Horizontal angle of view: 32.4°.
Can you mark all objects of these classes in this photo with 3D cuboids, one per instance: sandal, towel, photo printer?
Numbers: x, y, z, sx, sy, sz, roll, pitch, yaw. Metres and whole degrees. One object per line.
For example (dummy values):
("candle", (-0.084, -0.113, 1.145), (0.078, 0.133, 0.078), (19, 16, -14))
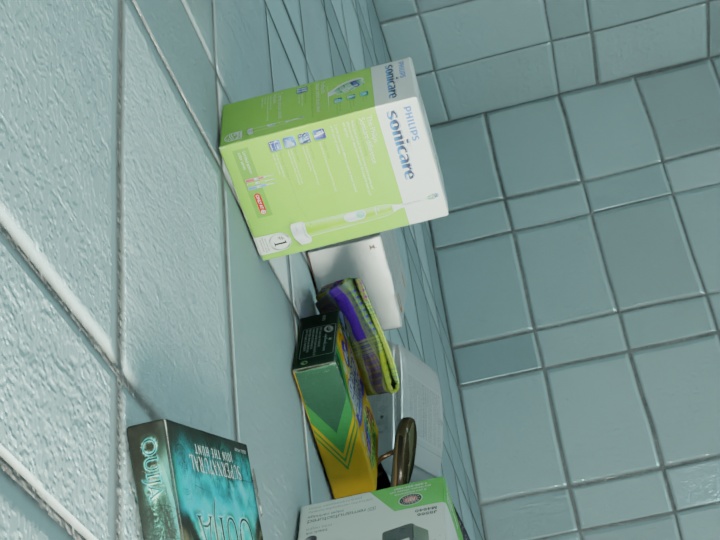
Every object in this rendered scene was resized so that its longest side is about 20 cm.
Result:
("sandal", (0.025, 0.261, 1.448), (0.082, 0.055, 0.200), (-64, 168, -61))
("towel", (-0.005, 0.080, 1.441), (0.200, 0.023, 0.144), (158, -90, -76))
("photo printer", (0.058, 0.198, 1.687), (0.200, 0.069, 0.167), (39, 48, -62))

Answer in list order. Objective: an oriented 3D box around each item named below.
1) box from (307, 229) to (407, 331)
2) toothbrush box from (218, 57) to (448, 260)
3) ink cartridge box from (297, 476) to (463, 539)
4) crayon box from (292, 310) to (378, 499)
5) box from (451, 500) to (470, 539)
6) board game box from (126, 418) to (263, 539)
("box", (0.000, 0.000, 1.648), (0.200, 0.097, 0.125), (-75, 152, -76))
("toothbrush box", (-0.025, -0.110, 1.249), (0.086, 0.200, 0.146), (-93, 167, -52))
("ink cartridge box", (0.019, 0.284, 1.108), (0.200, 0.145, 0.084), (-87, 162, -67))
("crayon box", (-0.021, 0.162, 1.390), (0.126, 0.051, 0.200), (-86, 162, -65))
("box", (0.059, 0.347, 1.329), (0.200, 0.115, 0.132), (-85, 155, -56))
("board game box", (-0.102, 0.178, 0.839), (0.200, 0.028, 0.135), (50, 27, -74))
